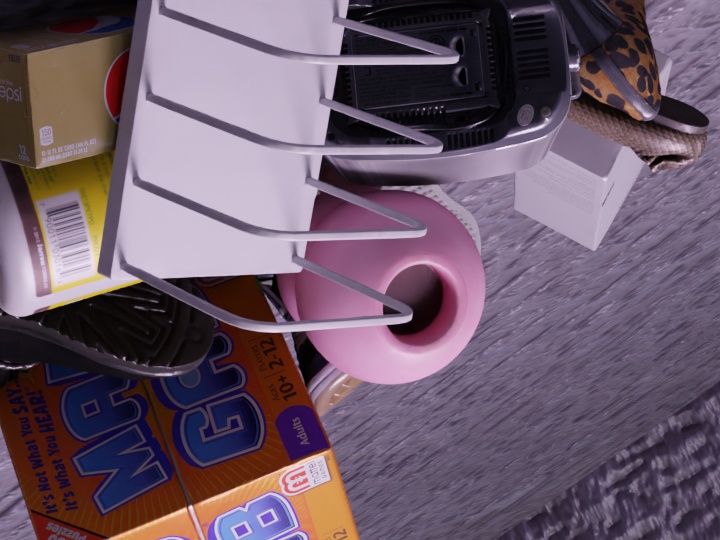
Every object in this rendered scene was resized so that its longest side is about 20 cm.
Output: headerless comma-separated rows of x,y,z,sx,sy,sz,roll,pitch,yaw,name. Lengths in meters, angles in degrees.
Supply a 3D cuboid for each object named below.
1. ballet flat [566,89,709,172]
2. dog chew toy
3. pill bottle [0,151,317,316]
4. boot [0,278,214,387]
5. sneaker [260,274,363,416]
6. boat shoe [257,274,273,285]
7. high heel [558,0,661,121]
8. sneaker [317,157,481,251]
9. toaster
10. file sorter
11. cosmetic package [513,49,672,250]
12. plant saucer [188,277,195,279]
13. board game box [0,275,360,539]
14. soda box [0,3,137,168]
0.136,-0.114,1.600,0.067,0.199,0.047,-56,165,-63,ballet flat
0.000,0.000,1.565,0.124,0.125,0.200,-25,-159,-16,dog chew toy
-0.130,-0.050,1.406,0.199,0.110,0.109,-17,162,-19,pill bottle
-0.207,0.041,1.540,0.210,0.080,0.158,17,150,-7,boot
-0.029,0.034,1.685,0.070,0.109,0.200,-40,178,12,sneaker
-0.039,-0.017,1.808,0.199,0.062,0.075,-11,180,7,boat shoe
0.178,-0.151,1.612,0.071,0.143,0.200,-37,164,20,high heel
0.016,-0.041,1.728,0.076,0.104,0.200,-55,148,-13,sneaker
0.040,-0.114,1.502,0.199,0.114,0.129,-7,169,4,toaster
-0.035,-0.080,1.256,0.138,0.124,0.201,-3,108,-44,file sorter
0.175,-0.102,1.824,0.113,0.081,0.200,-60,169,-9,cosmetic package
-0.125,-0.036,1.549,0.199,0.037,0.201,-15,157,-6,plant saucer
-0.127,0.141,1.657,0.199,0.200,0.200,-22,141,-6,board game box
-0.117,-0.110,1.305,0.199,0.064,0.068,-18,-158,-39,soda box
